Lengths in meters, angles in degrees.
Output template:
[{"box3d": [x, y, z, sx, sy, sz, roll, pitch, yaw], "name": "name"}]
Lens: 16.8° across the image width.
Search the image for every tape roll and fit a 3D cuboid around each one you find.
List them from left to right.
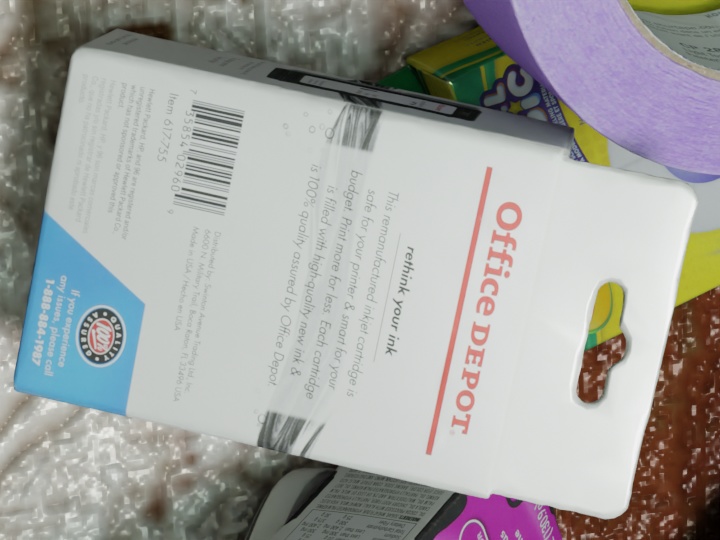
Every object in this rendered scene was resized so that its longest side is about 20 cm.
[{"box3d": [0.124, -0.134, 0.775, 0.200, 0.066, 0.200, -9, 116, -18], "name": "tape roll"}]

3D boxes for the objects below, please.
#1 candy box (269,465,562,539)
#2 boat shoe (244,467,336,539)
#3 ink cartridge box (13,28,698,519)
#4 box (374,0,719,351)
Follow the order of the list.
[{"box3d": [0.002, 0.155, 0.817, 0.200, 0.061, 0.137, -44, 126, -42], "name": "candy box"}, {"box3d": [-0.049, 0.163, 0.854, 0.071, 0.064, 0.200, 33, 67, -50], "name": "boat shoe"}, {"box3d": [0.000, 0.000, 0.789, 0.200, 0.068, 0.116, 13, 102, 5], "name": "ink cartridge box"}, {"box3d": [0.104, -0.050, 0.868, 0.200, 0.048, 0.117, -25, 111, -10], "name": "box"}]
